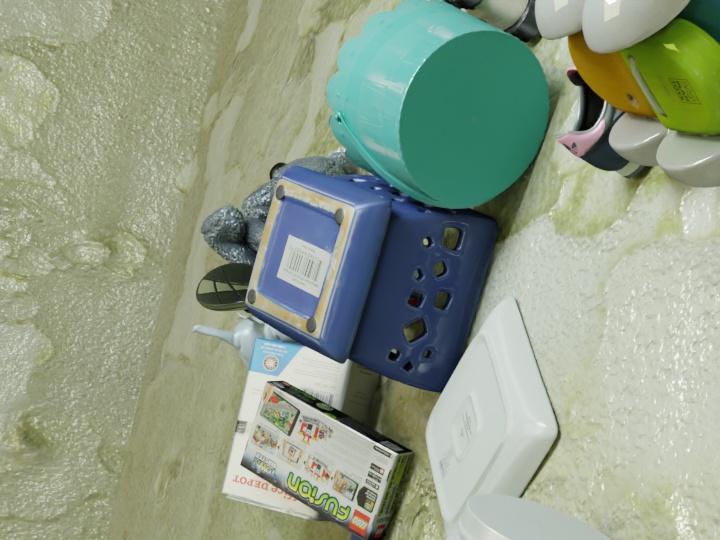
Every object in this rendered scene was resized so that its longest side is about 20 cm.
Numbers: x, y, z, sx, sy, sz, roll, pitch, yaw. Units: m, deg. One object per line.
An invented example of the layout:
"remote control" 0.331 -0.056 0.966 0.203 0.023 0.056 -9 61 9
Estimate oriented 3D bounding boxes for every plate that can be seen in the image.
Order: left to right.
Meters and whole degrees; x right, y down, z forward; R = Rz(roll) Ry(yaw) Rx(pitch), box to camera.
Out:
"plate" 0.113 0.154 1.196 0.200 0.032 0.200 -101 31 -52

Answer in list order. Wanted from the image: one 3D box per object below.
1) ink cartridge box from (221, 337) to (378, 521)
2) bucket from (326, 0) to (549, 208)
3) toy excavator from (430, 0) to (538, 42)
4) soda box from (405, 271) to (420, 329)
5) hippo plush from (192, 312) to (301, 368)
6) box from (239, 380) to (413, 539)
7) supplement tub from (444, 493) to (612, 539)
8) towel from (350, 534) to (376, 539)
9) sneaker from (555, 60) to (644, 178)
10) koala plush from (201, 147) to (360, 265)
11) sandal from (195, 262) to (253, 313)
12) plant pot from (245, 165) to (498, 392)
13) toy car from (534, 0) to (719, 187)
"ink cartridge box" -0.073 0.196 1.525 0.144 0.084 0.201 9 82 30
"bucket" 0.083 -0.168 1.262 0.135 0.206 0.208 38 112 56
"toy excavator" 0.172 -0.355 1.336 0.194 0.100 0.201 -17 52 68
"soda box" 0.030 -0.020 1.529 0.200 0.063 0.068 -100 30 -53
"hippo plush" -0.092 0.135 1.660 0.159 0.200 0.162 -17 79 27
"box" -0.043 0.215 1.419 0.200 0.035 0.110 25 102 33
"supplement tub" 0.107 0.284 0.927 0.145 0.144 0.201 -141 67 -70
"towel" 0.000 0.400 1.366 0.145 0.024 0.201 -163 86 -70
"sneaker" 0.220 -0.185 1.056 0.070 0.082 0.201 163 120 -69
"koala plush" -0.084 -0.083 1.756 0.200 0.184 0.177 -51 -7 30
"sandal" -0.131 0.035 1.696 0.057 0.200 0.080 77 -161 -46
"plant pot" 0.000 0.000 1.319 0.200 0.179 0.201 24 100 48
"toy car" 0.239 -0.170 0.920 0.150 0.175 0.200 -37 21 -2
